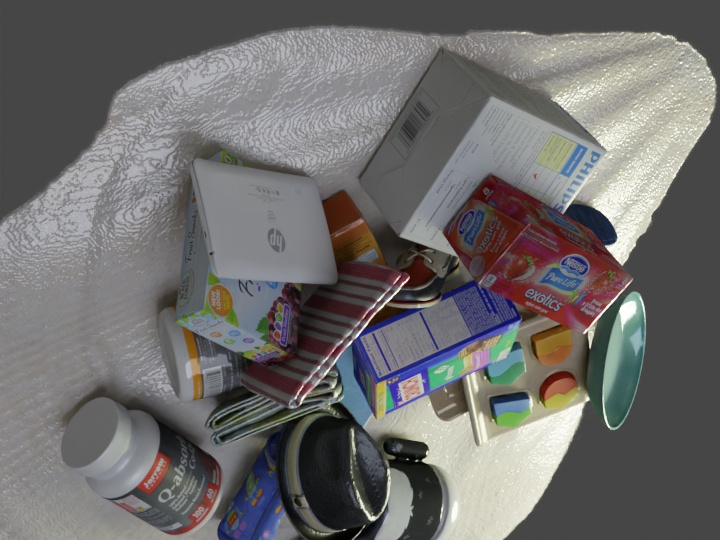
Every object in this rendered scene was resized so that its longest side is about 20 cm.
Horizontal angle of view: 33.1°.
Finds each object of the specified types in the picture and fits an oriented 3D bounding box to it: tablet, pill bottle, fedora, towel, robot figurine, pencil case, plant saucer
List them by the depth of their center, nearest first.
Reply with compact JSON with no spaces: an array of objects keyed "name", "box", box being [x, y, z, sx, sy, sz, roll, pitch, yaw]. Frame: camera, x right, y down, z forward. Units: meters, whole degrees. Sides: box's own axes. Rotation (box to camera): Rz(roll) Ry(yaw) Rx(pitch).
[{"name":"tablet","box":[-0.101,-0.050,1.323,0.014,0.131,0.200,-23,163,35]},{"name":"towel","box":[-0.041,0.070,1.357,0.030,0.146,0.200,46,76,-21]},{"name":"pill bottle","box":[-0.135,0.081,1.462,0.199,0.117,0.117,-13,130,-18]},{"name":"towel","box":[-0.104,0.160,1.506,0.170,0.200,0.048,-20,89,-1]},{"name":"pill bottle","box":[-0.273,0.246,1.521,0.116,0.116,0.200,-40,133,7]},{"name":"fedora","box":[-0.020,0.263,1.587,0.091,0.202,0.200,-8,150,41]},{"name":"tablet","box":[-0.024,0.168,1.657,0.130,0.014,0.200,17,116,-35]},{"name":"pencil case","box":[-0.129,0.314,1.660,0.078,0.087,0.201,17,121,-21]},{"name":"plant saucer","box":[0.365,0.127,1.747,0.200,0.036,0.201,-26,121,-57]},{"name":"robot figurine","box":[0.049,0.335,1.754,0.199,0.125,0.151,10,128,-32]}]

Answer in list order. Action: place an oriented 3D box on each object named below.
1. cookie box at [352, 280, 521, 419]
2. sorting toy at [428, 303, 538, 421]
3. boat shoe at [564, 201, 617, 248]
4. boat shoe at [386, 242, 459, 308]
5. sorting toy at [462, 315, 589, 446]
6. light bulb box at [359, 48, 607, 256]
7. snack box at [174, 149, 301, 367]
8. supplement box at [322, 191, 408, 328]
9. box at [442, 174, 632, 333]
[{"name":"cookie box","box":[0.093,0.097,1.536,0.199,0.075,0.171,-24,161,-8]},{"name":"sorting toy","box":[0.163,0.099,1.687,0.184,0.037,0.201,-26,128,-7]},{"name":"boat shoe","box":[0.252,-0.043,1.599,0.199,0.073,0.072,0,147,-35]},{"name":"boat shoe","box":[0.077,-0.006,1.472,0.200,0.071,0.063,-39,137,-61]},{"name":"sorting toy","box":[0.239,0.148,1.697,0.199,0.037,0.186,-23,128,-11]},{"name":"light bulb box","box":[0.144,-0.123,1.434,0.199,0.125,0.199,18,116,-37]},{"name":"snack box","box":[-0.128,-0.013,1.338,0.053,0.201,0.142,-23,142,36]},{"name":"supplement box","box":[0.000,0.000,1.500,0.069,0.067,0.200,-31,133,-1]},{"name":"box","box":[0.205,-0.016,1.397,0.199,0.100,0.096,24,113,-39]}]
